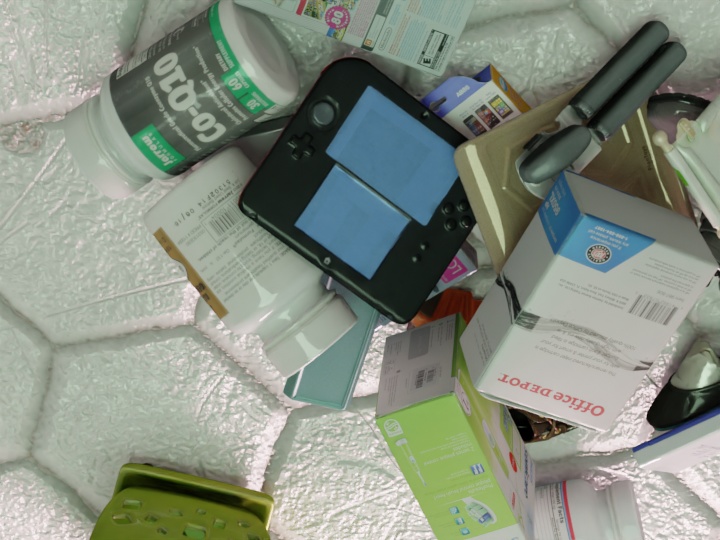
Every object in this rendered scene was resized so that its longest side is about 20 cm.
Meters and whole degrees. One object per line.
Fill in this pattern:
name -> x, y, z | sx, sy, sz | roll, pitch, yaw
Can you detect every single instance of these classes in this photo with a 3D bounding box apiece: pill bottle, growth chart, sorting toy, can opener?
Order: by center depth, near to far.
can opener -> 0.218, -0.141, 1.562 | 0.200, 0.066, 0.053 | -47, 108, -11
growth chart -> 0.360, -0.122, 1.576 | 0.200, 0.018, 0.145 | -42, 113, -22
pill bottle -> -0.164, -0.153, 1.583 | 0.200, 0.113, 0.113 | -31, 116, 19
pill bottle -> -0.097, -0.005, 1.608 | 0.114, 0.114, 0.200 | -37, 93, 22
sorting toy -> 0.200, -0.072, 1.619 | 0.199, 0.036, 0.186 | -26, 107, -12
pill bottle -> 0.197, 0.282, 1.844 | 0.199, 0.109, 0.109 | -13, 121, 9

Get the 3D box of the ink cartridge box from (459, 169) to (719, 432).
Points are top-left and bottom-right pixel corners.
ink cartridge box -> 0.199, 0.031, 1.555 | 0.144, 0.084, 0.200 | 19, 118, -20

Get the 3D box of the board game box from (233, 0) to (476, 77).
board game box -> 0.006, -0.275, 1.533 | 0.199, 0.064, 0.148 | 19, 120, -11

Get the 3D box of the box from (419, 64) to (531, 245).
box -> 0.127, -0.102, 1.651 | 0.119, 0.042, 0.200 | -36, 112, 21

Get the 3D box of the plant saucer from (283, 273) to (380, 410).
plant saucer -> -0.019, 0.056, 1.691 | 0.070, 0.019, 0.201 | 12, 124, -8

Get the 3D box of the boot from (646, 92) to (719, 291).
boot -> 0.324, -0.064, 1.597 | 0.200, 0.132, 0.070 | 34, 159, -23

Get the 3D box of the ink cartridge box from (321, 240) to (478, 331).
ink cartridge box -> 0.000, 0.000, 1.686 | 0.200, 0.042, 0.119 | -30, 119, 22

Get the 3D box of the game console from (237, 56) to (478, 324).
game console -> 0.012, -0.075, 1.578 | 0.200, 0.031, 0.177 | 36, 79, -16

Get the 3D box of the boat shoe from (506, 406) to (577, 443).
boat shoe -> 0.175, 0.148, 1.786 | 0.199, 0.070, 0.071 | -14, 117, 9

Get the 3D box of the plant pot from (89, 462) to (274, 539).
plant pot -> -0.196, 0.325, 1.842 | 0.198, 0.182, 0.201 | 13, 122, -6

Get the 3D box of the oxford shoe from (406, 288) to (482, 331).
oxford shoe -> 0.144, 0.071, 1.746 | 0.199, 0.071, 0.073 | 13, 131, 3

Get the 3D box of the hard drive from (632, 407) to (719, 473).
hard drive -> 0.384, 0.151, 1.754 | 0.200, 0.025, 0.132 | -28, 160, 21

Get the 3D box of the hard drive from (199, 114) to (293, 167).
hard drive -> -0.068, -0.052, 1.694 | 0.131, 0.026, 0.201 | -12, 120, 9

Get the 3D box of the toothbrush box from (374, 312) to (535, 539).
toothbrush box -> 0.095, 0.167, 1.679 | 0.086, 0.146, 0.201 | -18, 115, 16

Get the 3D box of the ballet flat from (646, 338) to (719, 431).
ballet flat -> 0.373, 0.094, 1.752 | 0.199, 0.068, 0.069 | -23, 109, 4
